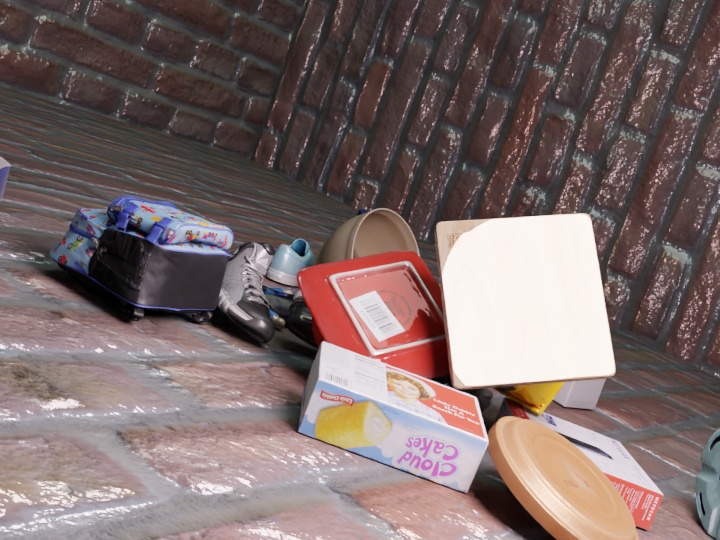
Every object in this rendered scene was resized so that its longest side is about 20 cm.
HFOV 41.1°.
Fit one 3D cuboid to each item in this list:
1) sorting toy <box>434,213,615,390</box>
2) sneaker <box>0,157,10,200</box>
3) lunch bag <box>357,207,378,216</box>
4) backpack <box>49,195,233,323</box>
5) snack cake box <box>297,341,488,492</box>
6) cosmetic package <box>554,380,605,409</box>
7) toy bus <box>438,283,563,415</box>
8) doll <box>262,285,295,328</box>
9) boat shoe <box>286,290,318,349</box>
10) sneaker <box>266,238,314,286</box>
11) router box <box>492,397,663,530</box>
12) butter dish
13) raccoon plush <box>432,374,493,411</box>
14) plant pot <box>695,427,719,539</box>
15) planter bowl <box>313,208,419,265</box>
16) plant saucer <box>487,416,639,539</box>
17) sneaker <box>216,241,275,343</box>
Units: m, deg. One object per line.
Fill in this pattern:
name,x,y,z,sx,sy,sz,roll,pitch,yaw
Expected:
sorting toy,0.193,0.042,1.176,0.195,0.204,0.070,-4,-17,-6
sneaker,-0.628,-0.163,1.420,0.114,0.082,0.198,28,12,28
lunch bag,0.045,-0.095,2.568,0.134,0.134,0.200,20,9,-10
backpack,-0.288,-0.026,1.235,0.198,0.137,0.182,22,7,27
snack cake box,0.035,0.159,1.060,0.197,0.068,0.115,21,14,-5
cosmetic package,0.340,0.172,1.758,0.107,0.086,0.199,13,12,-43
toy bus,0.201,0.107,1.324,0.199,0.136,0.193,27,-18,40
doll,-0.108,0.056,1.466,0.196,0.049,0.137,14,19,-9
boat shoe,-0.017,0.103,1.355,0.199,0.074,0.061,36,45,-17
sneaker,-0.106,-0.016,1.824,0.073,0.083,0.200,24,8,17
router box,0.271,0.243,1.233,0.177,0.050,0.200,21,8,-4
butter dish,0.019,0.093,1.246,0.196,0.149,0.202,-10,53,-31
raccoon plush,0.100,0.116,1.399,0.133,0.098,0.199,21,5,-42
plant pot,0.554,0.288,1.231,0.192,0.204,0.200,12,9,-8
planter bowl,0.000,0.000,1.712,0.133,0.204,0.198,-8,-13,40
plant saucer,0.222,0.230,1.030,0.199,0.032,0.201,33,19,-13
sneaker,-0.151,0.015,1.326,0.199,0.116,0.075,31,-13,51
